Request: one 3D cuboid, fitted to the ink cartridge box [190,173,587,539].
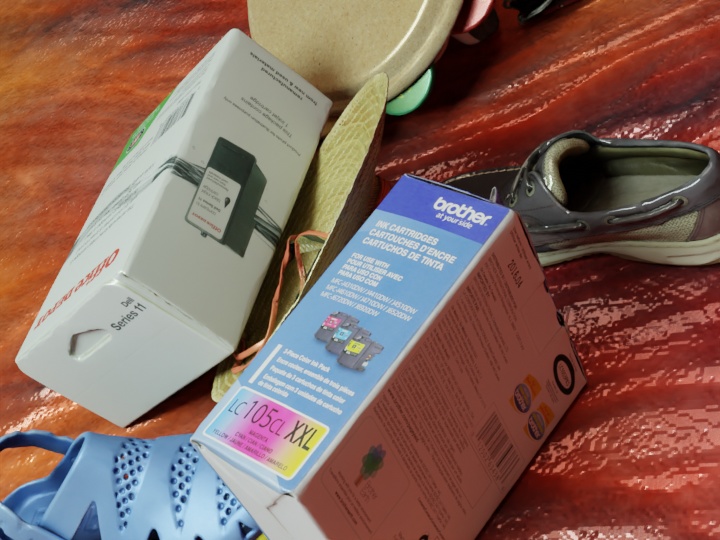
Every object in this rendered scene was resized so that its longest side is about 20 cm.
[{"bbox_3d":[0.030,0.053,0.671,0.076,0.137,0.200,23,64,40],"label":"ink cartridge box"}]

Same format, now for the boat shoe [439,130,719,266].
[{"bbox_3d":[0.117,-0.044,0.769,0.198,0.065,0.072,4,53,38],"label":"boat shoe"}]

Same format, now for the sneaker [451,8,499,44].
[{"bbox_3d":[0.013,-0.184,1.001,0.116,0.075,0.201,-50,44,9],"label":"sneaker"}]

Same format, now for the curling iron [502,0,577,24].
[{"bbox_3d":[0.187,-0.206,0.918,0.198,0.026,0.050,-22,3,8],"label":"curling iron"}]

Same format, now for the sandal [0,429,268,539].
[{"bbox_3d":[-0.127,0.119,0.750,0.198,0.087,0.080,-14,41,20],"label":"sandal"}]

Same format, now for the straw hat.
[{"bbox_3d":[0.000,0.000,0.778,0.202,0.085,0.201,-59,11,19],"label":"straw hat"}]

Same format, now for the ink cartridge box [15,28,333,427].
[{"bbox_3d":[-0.111,-0.023,0.848,0.146,0.083,0.201,-33,29,47],"label":"ink cartridge box"}]

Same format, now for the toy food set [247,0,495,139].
[{"bbox_3d":[0.002,-0.194,0.932,0.197,0.048,0.202,-15,74,38],"label":"toy food set"}]
